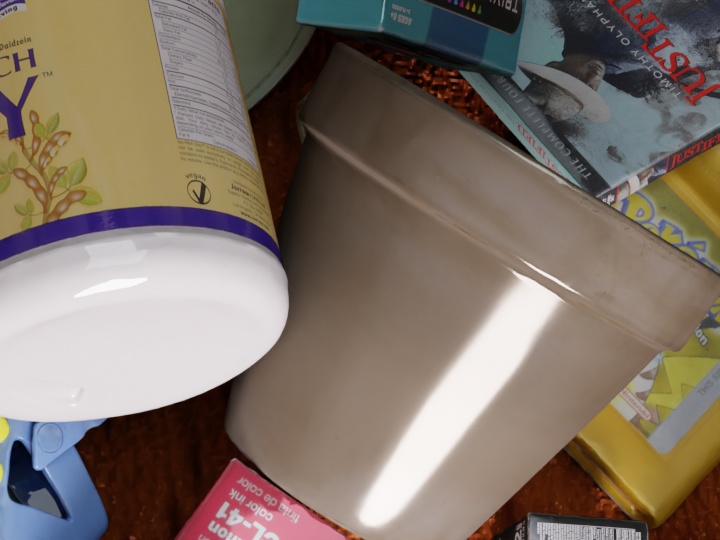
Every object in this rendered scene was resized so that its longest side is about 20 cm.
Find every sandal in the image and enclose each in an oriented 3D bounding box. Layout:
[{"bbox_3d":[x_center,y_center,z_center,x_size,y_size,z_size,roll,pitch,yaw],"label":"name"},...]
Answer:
[{"bbox_3d":[-0.148,0.113,0.782,0.087,0.079,0.201,7,83,-33],"label":"sandal"}]

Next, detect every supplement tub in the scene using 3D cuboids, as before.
[{"bbox_3d":[-0.117,-0.053,0.741,0.145,0.146,0.201,-8,66,-14],"label":"supplement tub"}]

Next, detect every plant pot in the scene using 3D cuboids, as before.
[{"bbox_3d":[0.030,0.024,0.786,0.199,0.200,0.174,32,95,-1],"label":"plant pot"}]

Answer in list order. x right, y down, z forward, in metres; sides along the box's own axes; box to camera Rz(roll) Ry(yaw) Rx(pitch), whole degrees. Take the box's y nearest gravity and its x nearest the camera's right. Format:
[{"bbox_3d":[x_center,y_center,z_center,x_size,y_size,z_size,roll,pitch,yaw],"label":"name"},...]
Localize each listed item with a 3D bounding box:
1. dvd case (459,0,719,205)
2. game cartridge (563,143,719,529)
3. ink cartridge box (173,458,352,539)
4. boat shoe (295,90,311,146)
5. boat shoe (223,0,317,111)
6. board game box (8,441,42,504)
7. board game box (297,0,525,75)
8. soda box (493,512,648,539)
[{"bbox_3d":[0.160,-0.126,0.973,0.199,0.022,0.146,-29,62,-17],"label":"dvd case"},{"bbox_3d":[0.157,0.007,0.949,0.176,0.032,0.200,46,70,4],"label":"game cartridge"},{"bbox_3d":[-0.087,0.196,0.776,0.085,0.148,0.200,37,68,1],"label":"ink cartridge box"},{"bbox_3d":[0.000,0.000,0.898,0.065,0.072,0.201,-16,83,-18],"label":"boat shoe"},{"bbox_3d":[-0.036,-0.159,0.923,0.074,0.066,0.200,29,102,15],"label":"boat shoe"},{"bbox_3d":[-0.173,0.001,0.846,0.151,0.047,0.200,44,67,-19],"label":"board game box"},{"bbox_3d":[0.042,-0.205,0.856,0.047,0.151,0.201,10,93,28],"label":"board game box"},{"bbox_3d":[0.099,0.221,0.848,0.063,0.071,0.201,6,72,-9],"label":"soda box"}]
